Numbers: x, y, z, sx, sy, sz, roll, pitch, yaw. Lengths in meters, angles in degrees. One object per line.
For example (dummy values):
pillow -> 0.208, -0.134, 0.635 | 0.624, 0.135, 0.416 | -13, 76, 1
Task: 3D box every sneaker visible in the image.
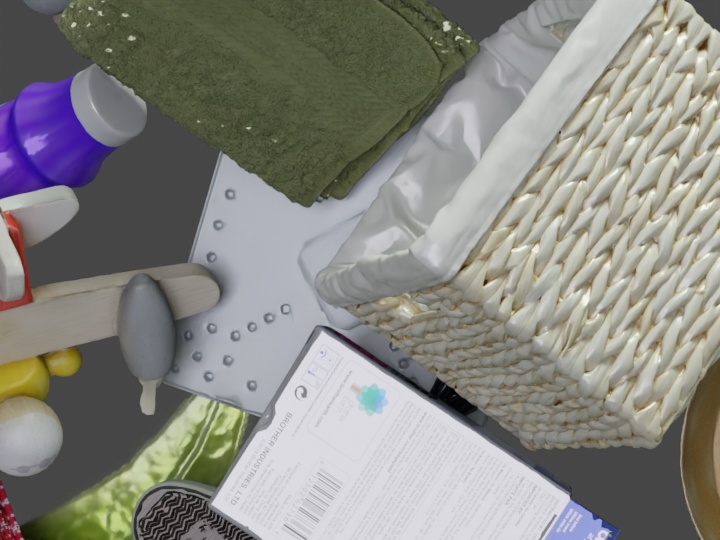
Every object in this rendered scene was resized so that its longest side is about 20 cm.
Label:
sneaker -> -0.031, 0.167, 1.187 | 0.199, 0.085, 0.073 | 22, 89, 6

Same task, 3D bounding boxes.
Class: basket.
basket -> 0.110, -0.028, 1.056 | 0.161, 0.198, 0.200 | 38, 76, -10

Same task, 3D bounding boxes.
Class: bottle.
bottle -> -0.209, -0.059, 1.186 | 0.199, 0.083, 0.066 | -26, 95, 34

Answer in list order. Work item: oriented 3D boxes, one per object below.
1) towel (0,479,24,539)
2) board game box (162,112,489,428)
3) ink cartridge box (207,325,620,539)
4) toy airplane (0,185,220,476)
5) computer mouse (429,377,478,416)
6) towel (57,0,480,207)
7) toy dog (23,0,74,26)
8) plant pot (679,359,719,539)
towel -> -0.259, 0.197, 1.209 | 0.144, 0.022, 0.200 | -37, 49, 7
board game box -> 0.000, 0.000, 1.199 | 0.199, 0.026, 0.201 | 18, 96, 11
ink cartridge box -> 0.030, 0.133, 1.122 | 0.199, 0.042, 0.120 | 33, 93, 7
toy airplane -> -0.200, 0.044, 1.146 | 0.199, 0.199, 0.142 | -30, 67, 22
computer mouse -> 0.093, 0.150, 1.159 | 0.110, 0.044, 0.200 | -44, 94, 8
towel -> -0.050, -0.126, 1.110 | 0.200, 0.037, 0.148 | 31, 122, -25
toy dog -> -0.089, -0.159, 1.179 | 0.199, 0.132, 0.097 | 11, 135, 20
plant pot -> 0.280, 0.105, 1.141 | 0.199, 0.027, 0.201 | 1, 93, 13
